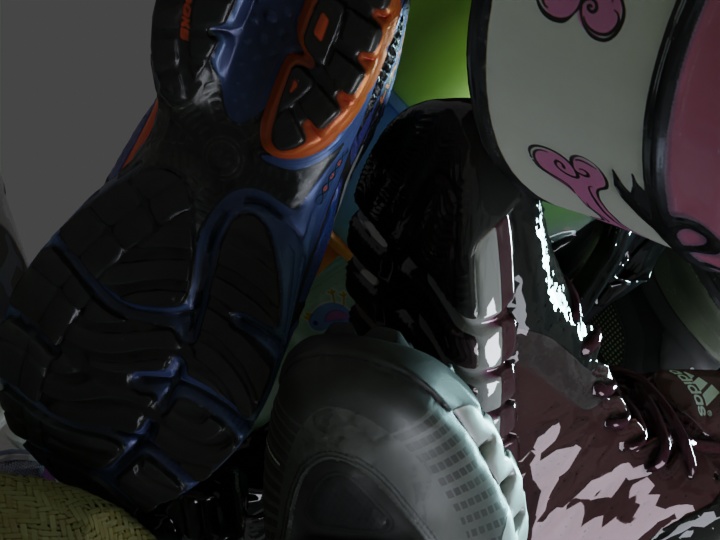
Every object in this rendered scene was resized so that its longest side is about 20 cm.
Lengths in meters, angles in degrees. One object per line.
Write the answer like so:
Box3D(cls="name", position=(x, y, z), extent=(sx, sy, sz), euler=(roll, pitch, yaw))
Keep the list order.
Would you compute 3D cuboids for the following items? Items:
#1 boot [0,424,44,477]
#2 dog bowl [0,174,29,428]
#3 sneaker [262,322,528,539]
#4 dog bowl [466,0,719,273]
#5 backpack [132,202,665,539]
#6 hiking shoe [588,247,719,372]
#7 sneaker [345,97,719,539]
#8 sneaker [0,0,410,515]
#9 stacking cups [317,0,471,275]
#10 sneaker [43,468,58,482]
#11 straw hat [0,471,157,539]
Box3D(cls="boot", position=(-0.160, 0.115, 1.037), extent=(0.073, 0.091, 0.200), euler=(-37, 168, 25))
Box3D(cls="dog bowl", position=(-0.174, 0.041, 0.775), extent=(0.200, 0.059, 0.200), euler=(-31, 168, -7))
Box3D(cls="sneaker", position=(0.005, 0.107, 0.733), extent=(0.091, 0.066, 0.201), euler=(-67, 159, -46))
Box3D(cls="dog bowl", position=(0.121, -0.083, 0.678), extent=(0.200, 0.074, 0.201), euler=(-34, 147, -27))
Box3D(cls="backpack", position=(0.000, 0.000, 0.894), extent=(0.200, 0.127, 0.167), euler=(-36, 176, 12))
Box3D(cls="hiking shoe", position=(0.070, -0.003, 0.995), extent=(0.101, 0.076, 0.200), euler=(-44, -151, 3))
Box3D(cls="sneaker", position=(0.061, 0.027, 0.795), extent=(0.115, 0.076, 0.201), euler=(-15, 132, -19))
Box3D(cls="sneaker", position=(-0.031, -0.022, 0.737), extent=(0.200, 0.075, 0.078), euler=(-62, 170, 22))
Box3D(cls="stacking cups", position=(-0.008, -0.039, 0.805), extent=(0.200, 0.061, 0.061), euler=(-40, 168, 1))
Box3D(cls="sneaker", position=(-0.085, 0.072, 1.061), extent=(0.072, 0.115, 0.200), euler=(-2, -174, -4))
Box3D(cls="straw hat", position=(-0.092, 0.099, 0.746), extent=(0.085, 0.200, 0.201), euler=(-61, 176, -16))
